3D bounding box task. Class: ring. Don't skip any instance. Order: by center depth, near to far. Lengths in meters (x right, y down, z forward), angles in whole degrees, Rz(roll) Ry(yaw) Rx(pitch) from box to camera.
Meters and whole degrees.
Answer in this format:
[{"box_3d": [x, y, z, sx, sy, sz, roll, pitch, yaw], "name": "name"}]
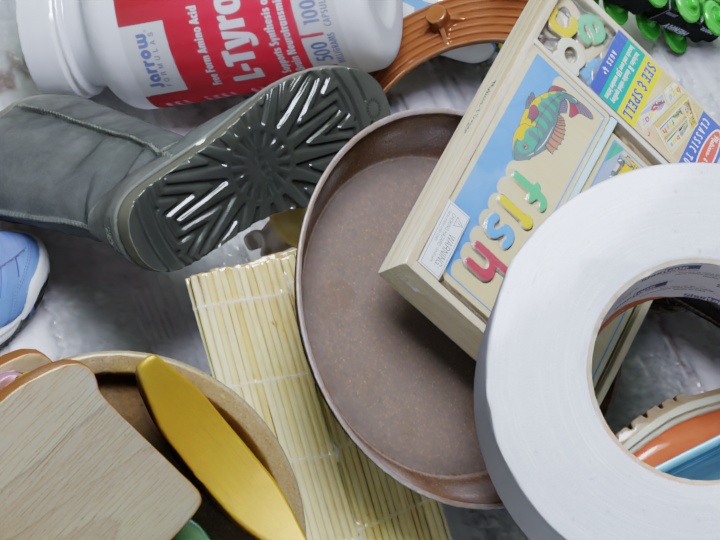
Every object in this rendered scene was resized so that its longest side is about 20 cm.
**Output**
[{"box_3d": [0.056, -0.075, 1.426, 0.200, 0.019, 0.201, -11, 56, 17], "name": "ring"}]

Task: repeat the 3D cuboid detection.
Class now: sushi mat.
[{"box_3d": [-0.016, 0.086, 1.275, 0.095, 0.012, 0.201, -14, 84, -19], "name": "sushi mat"}]

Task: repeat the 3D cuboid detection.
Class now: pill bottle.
[{"box_3d": [-0.085, -0.151, 1.450, 0.199, 0.112, 0.112, -9, 47, 14], "name": "pill bottle"}]

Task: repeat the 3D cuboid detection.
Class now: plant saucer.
[{"box_3d": [0.044, 0.021, 1.287, 0.200, 0.034, 0.201, 10, 71, -33], "name": "plant saucer"}]

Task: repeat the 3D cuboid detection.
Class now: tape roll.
[{"box_3d": [0.153, 0.053, 1.208, 0.200, 0.066, 0.201, 0, 75, -2], "name": "tape roll"}]

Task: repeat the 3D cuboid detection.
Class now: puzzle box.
[{"box_3d": [0.102, -0.034, 1.307, 0.133, 0.025, 0.200, 41, 58, -20], "name": "puzzle box"}]

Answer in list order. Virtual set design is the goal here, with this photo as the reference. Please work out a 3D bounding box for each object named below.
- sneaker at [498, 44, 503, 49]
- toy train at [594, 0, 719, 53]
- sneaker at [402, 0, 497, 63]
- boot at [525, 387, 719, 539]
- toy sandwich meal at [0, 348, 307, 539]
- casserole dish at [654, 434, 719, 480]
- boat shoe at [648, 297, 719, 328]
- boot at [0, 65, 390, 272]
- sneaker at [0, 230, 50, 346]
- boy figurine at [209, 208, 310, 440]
[{"box_3d": [0.117, -0.219, 1.570, 0.074, 0.085, 0.200, 6, 49, -1], "name": "sneaker"}, {"box_3d": [0.144, -0.176, 1.492, 0.200, 0.042, 0.057, 17, 60, -46], "name": "toy train"}, {"box_3d": [-0.015, -0.160, 1.528, 0.200, 0.072, 0.073, 23, 85, 6], "name": "sneaker"}, {"box_3d": [0.183, 0.112, 1.300, 0.200, 0.075, 0.107, -26, 74, -14], "name": "boot"}, {"box_3d": [-0.114, 0.125, 1.191, 0.205, 0.070, 0.206, -1, 93, -15], "name": "toy sandwich meal"}, {"box_3d": [0.193, 0.133, 1.256, 0.200, 0.039, 0.121, -25, 94, -7], "name": "casserole dish"}, {"box_3d": [0.174, -0.017, 1.408, 0.074, 0.073, 0.200, -20, 48, -25], "name": "boat shoe"}, {"box_3d": [-0.105, -0.063, 1.373, 0.182, 0.073, 0.200, -25, 18, -26], "name": "boot"}, {"box_3d": [-0.255, 0.011, 1.340, 0.199, 0.077, 0.076, -13, 50, -20], "name": "sneaker"}, {"box_3d": [0.000, 0.000, 1.344, 0.124, 0.064, 0.200, 27, 70, 19], "name": "boy figurine"}]
